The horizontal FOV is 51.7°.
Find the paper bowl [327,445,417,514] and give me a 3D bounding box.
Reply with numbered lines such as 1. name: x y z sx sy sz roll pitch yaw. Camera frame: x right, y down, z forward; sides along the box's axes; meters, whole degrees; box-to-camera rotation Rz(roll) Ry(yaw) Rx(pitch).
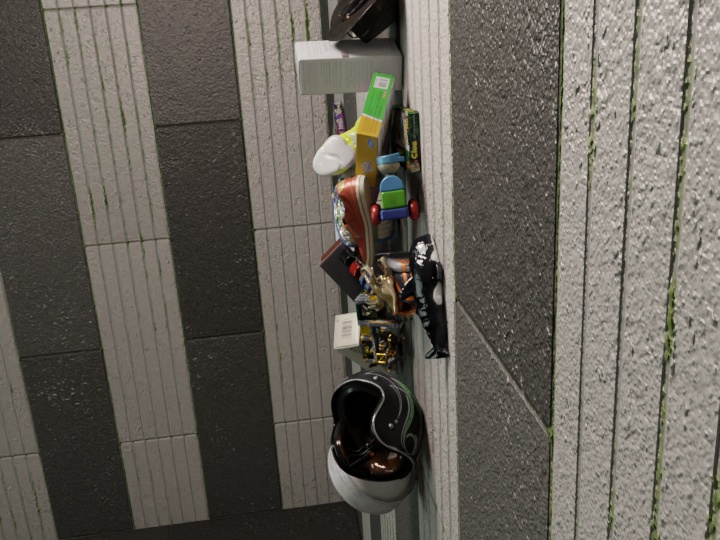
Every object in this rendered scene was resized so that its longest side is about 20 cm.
1. paper bowl: 0.034 0.416 1.622 0.105 0.196 0.204 -52 34 38

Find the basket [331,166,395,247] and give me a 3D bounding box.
1. basket: 0.008 -0.131 1.637 0.201 0.135 0.181 75 -174 -64

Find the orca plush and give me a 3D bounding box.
1. orca plush: 0.096 0.045 1.229 0.105 0.069 0.206 -140 45 -82

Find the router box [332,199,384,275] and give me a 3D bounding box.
1. router box: 0.000 -0.073 1.811 0.179 0.048 0.206 -9 -86 -65

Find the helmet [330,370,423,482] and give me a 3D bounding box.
1. helmet: 0.034 0.304 1.502 0.203 0.194 0.194 91 180 -49

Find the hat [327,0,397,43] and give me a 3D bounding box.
1. hat: 0.024 -0.483 1.378 0.200 0.080 0.203 -40 29 28

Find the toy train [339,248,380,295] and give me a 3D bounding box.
1. toy train: 0.000 0.000 1.535 0.035 0.045 0.200 -61 30 10

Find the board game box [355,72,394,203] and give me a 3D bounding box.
1. board game box: 0.026 -0.235 1.381 0.202 0.039 0.156 92 -169 -56

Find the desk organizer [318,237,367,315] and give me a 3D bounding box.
1. desk organizer: -0.002 0.025 1.682 0.200 0.072 0.077 46 -173 -12

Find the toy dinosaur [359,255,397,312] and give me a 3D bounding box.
1. toy dinosaur: 0.045 0.031 1.357 0.103 0.057 0.200 63 168 0

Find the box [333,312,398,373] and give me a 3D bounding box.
1. box: 0.015 0.170 1.697 0.199 0.067 0.084 39 -133 -53

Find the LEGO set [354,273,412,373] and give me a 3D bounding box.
1. LEGO set: 0.068 0.109 1.580 0.153 0.113 0.206 -29 -62 -66

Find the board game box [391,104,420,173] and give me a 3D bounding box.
1. board game box: 0.081 -0.246 1.373 0.200 0.023 0.108 -115 18 -74

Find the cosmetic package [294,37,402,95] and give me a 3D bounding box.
1. cosmetic package: -0.023 -0.387 1.405 0.103 0.194 0.076 -105 10 -53

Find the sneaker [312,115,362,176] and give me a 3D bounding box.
1. sneaker: -0.009 -0.263 1.580 0.077 0.198 0.105 56 -172 8

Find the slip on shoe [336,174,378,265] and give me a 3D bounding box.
1. slip on shoe: -0.003 -0.092 1.388 0.203 0.059 0.075 75 -161 -44

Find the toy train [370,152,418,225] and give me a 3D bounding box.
1. toy train: 0.058 -0.150 1.351 0.200 0.082 0.119 -68 -28 -82

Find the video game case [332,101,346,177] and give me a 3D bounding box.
1. video game case: -0.073 -0.467 2.657 0.201 0.035 0.186 97 165 -65

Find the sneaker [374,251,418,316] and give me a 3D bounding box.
1. sneaker: 0.072 0.028 1.431 0.200 0.075 0.116 -125 31 -79
